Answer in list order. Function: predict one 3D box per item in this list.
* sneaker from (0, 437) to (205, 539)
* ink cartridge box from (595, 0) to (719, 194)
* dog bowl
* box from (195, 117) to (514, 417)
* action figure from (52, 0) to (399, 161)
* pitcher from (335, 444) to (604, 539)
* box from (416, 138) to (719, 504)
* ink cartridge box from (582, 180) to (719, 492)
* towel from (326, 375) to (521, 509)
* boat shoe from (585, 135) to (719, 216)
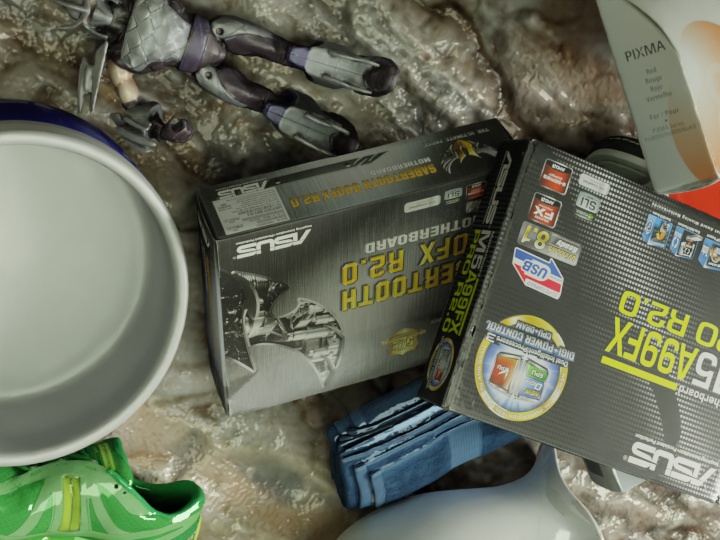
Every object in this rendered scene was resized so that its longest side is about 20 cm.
[{"bbox_3d":[-0.185,0.135,0.915,0.198,0.074,0.084,22,104,-36],"label":"sneaker"},{"bbox_3d":[0.200,-0.164,0.878,0.162,0.050,0.203,-28,104,-49],"label":"ink cartridge box"},{"bbox_3d":[-0.204,0.006,0.851,0.197,0.079,0.203,-8,113,-18],"label":"dog bowl"},{"bbox_3d":[0.000,0.000,0.912,0.197,0.049,0.160,-14,136,-15],"label":"box"},{"bbox_3d":[-0.083,-0.127,0.852,0.198,0.070,0.131,17,109,-22],"label":"action figure"},{"bbox_3d":[0.079,0.215,0.986,0.198,0.172,0.123,-23,121,-12],"label":"pitcher"},{"bbox_3d":[0.149,0.032,0.868,0.198,0.044,0.162,21,86,-20],"label":"box"},{"bbox_3d":[0.209,0.023,0.935,0.198,0.047,0.162,-26,102,-14],"label":"ink cartridge box"},{"bbox_3d":[0.072,0.098,0.984,0.198,0.049,0.112,-26,155,-10],"label":"towel"},{"bbox_3d":[0.238,-0.043,1.010,0.199,0.075,0.061,31,60,-18],"label":"boat shoe"}]
